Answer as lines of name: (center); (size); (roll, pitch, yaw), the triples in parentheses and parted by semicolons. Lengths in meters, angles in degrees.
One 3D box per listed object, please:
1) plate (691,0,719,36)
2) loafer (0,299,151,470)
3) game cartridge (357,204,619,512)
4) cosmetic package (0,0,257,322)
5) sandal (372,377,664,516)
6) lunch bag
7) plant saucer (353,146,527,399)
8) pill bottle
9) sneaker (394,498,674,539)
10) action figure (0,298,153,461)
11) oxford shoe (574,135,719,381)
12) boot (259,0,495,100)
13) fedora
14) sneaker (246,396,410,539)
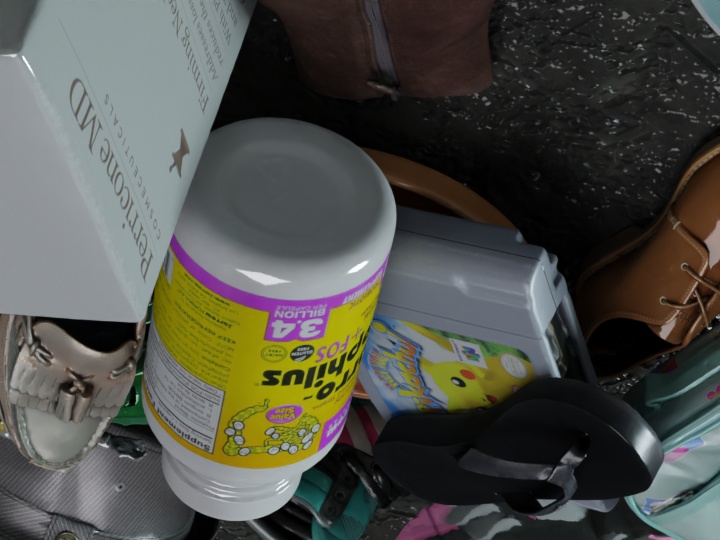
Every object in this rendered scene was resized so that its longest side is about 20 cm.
plate: (0.225, -0.140, 0.825); (0.199, 0.026, 0.200); (11, 144, 8)
loafer: (-0.131, 0.013, 0.975); (0.072, 0.063, 0.201); (6, 114, -22)
game cartridge: (0.055, 0.046, 1.047); (0.133, 0.041, 0.200); (16, 147, 32)
cosmetic package: (-0.159, -0.108, 0.865); (0.166, 0.201, 0.168); (4, 143, 17)
sandal: (0.077, 0.100, 1.030); (0.076, 0.043, 0.200); (42, 149, -19)
lunch bag: (0.230, 0.079, 1.030); (0.160, 0.077, 0.200); (31, 126, -27)
plant saucer: (0.000, 0.000, 1.088); (0.199, 0.032, 0.201); (11, 143, 8)
pill bottle: (-0.049, 0.031, 0.979); (0.104, 0.104, 0.200); (15, 136, 1)
sneaker: (0.113, 0.155, 1.156); (0.199, 0.081, 0.086); (-12, 158, -15)
action figure: (-0.129, 0.058, 1.081); (0.199, 0.055, 0.118); (-8, 130, -10)
oxford shoe: (0.168, -0.003, 0.987); (0.071, 0.071, 0.200); (27, 142, -12)
boot: (0.044, -0.134, 0.886); (0.199, 0.073, 0.166); (2, 153, 17)
fedora: (-0.168, 0.098, 1.202); (0.199, 0.177, 0.091); (22, 114, -3)
sneaker: (0.009, 0.123, 1.166); (0.199, 0.121, 0.084); (10, 147, 7)
